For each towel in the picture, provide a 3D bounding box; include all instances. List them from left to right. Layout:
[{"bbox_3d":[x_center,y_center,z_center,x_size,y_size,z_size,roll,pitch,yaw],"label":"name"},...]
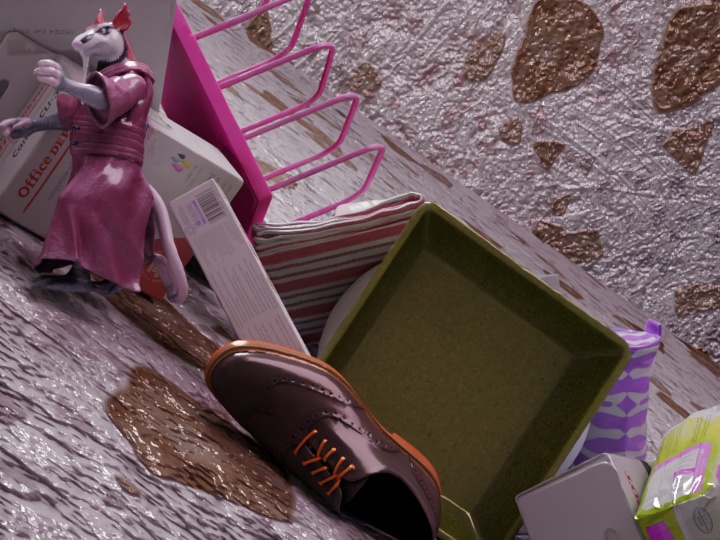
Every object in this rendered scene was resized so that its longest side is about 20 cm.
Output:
[{"bbox_3d":[0.000,0.000,1.703,0.200,0.145,0.030,65,15,-63],"label":"towel"}]

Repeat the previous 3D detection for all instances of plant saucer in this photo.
[{"bbox_3d":[0.068,0.084,1.547,0.199,0.201,0.048,35,-4,-11],"label":"plant saucer"}]

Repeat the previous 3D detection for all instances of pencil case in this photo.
[{"bbox_3d":[0.215,0.146,1.771,0.085,0.202,0.084,-5,15,-19],"label":"pencil case"}]

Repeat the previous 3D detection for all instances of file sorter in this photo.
[{"bbox_3d":[-0.081,-0.141,1.696,0.201,0.125,0.139,63,-17,12],"label":"file sorter"}]

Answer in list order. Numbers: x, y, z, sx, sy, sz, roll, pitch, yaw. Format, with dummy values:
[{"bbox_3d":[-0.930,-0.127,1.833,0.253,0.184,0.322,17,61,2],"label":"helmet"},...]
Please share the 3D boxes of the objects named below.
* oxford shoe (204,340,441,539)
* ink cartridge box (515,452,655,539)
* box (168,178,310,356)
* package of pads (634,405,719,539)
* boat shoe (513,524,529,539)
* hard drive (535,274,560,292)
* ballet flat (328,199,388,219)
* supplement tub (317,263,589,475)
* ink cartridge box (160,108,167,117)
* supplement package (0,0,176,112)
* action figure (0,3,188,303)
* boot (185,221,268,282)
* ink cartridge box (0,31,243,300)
[{"bbox_3d":[-0.020,0.118,1.415,0.199,0.071,0.073,35,14,-16],"label":"oxford shoe"},{"bbox_3d":[0.207,0.222,1.545,0.200,0.084,0.145,20,46,-63],"label":"ink cartridge box"},{"bbox_3d":[-0.074,0.031,1.488,0.201,0.041,0.039,61,0,8],"label":"box"},{"bbox_3d":[0.265,0.194,1.502,0.155,0.068,0.200,63,20,-6],"label":"package of pads"},{"bbox_3d":[0.152,0.211,1.661,0.062,0.073,0.200,-3,-17,36],"label":"boat shoe"},{"bbox_3d":[0.165,0.105,1.870,0.026,0.202,0.132,-4,0,14],"label":"hard drive"},{"bbox_3d":[0.035,-0.009,1.787,0.069,0.069,0.200,42,-2,28],"label":"ballet flat"},{"bbox_3d":[0.078,0.091,1.680,0.199,0.145,0.145,30,11,-37],"label":"supplement tub"},{"bbox_3d":[-0.248,-0.131,1.739,0.146,0.085,0.200,41,11,25],"label":"ink cartridge box"},{"bbox_3d":[-0.253,-0.232,1.597,0.190,0.148,0.201,0,44,-17],"label":"supplement package"},{"bbox_3d":[-0.169,-0.082,1.426,0.148,0.202,0.134,10,0,-17],"label":"action figure"},{"bbox_3d":[-0.102,-0.016,1.819,0.199,0.070,0.132,23,-1,-25],"label":"boot"},{"bbox_3d":[-0.202,-0.077,1.544,0.199,0.117,0.068,30,11,-31],"label":"ink cartridge box"}]
